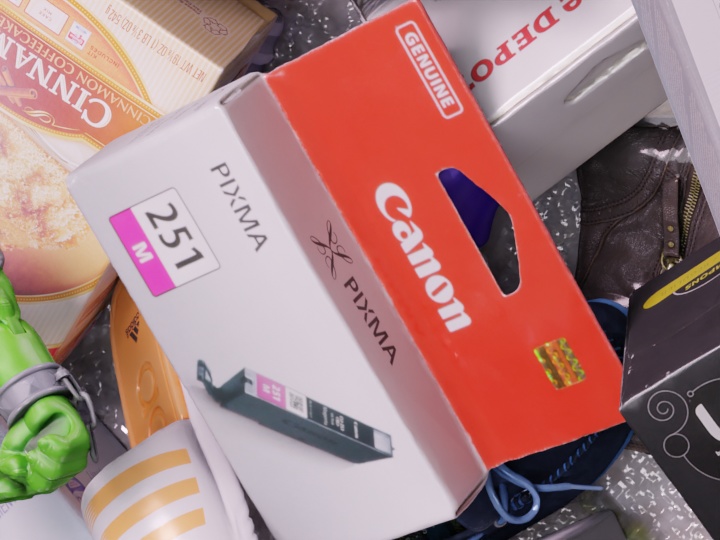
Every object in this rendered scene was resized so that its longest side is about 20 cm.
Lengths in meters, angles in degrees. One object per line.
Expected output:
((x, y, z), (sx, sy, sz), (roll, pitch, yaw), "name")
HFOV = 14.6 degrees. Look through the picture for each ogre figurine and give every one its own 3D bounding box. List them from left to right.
((-0.193, 0.049, 1.209), (0.200, 0.098, 0.120), (-22, 78, 63), "ogre figurine")

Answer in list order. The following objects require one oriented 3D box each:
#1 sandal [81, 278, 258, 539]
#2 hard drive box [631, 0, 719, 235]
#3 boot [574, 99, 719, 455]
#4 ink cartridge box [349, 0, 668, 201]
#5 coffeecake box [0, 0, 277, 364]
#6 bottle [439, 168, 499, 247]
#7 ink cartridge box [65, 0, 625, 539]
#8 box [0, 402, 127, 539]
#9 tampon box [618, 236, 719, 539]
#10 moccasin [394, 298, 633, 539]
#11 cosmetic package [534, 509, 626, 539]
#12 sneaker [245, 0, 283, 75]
((-0.097, 0.089, 1.231), (0.079, 0.059, 0.207), (-59, 41, 45), "sandal")
((0.181, -0.115, 1.040), (0.155, 0.077, 0.201), (-16, 62, 1), "hard drive box")
((0.169, 0.003, 1.217), (0.199, 0.069, 0.175), (6, 101, 23), "boot")
((0.065, -0.151, 1.192), (0.147, 0.083, 0.200), (-36, 62, 14), "ink cartridge box")
((-0.154, -0.070, 1.256), (0.153, 0.073, 0.200), (34, 121, 2), "coffeecake box")
((0.000, 0.000, 1.268), (0.200, 0.065, 0.084), (-46, 74, 16), "bottle")
((-0.003, 0.011, 1.155), (0.173, 0.044, 0.200), (-23, 102, 36), "ink cartridge box")
((-0.185, 0.152, 1.323), (0.184, 0.105, 0.200), (-46, 78, 16), "box")
((0.220, 0.069, 1.131), (0.150, 0.126, 0.200), (-33, 104, 18), "tampon box")
((0.051, 0.091, 1.229), (0.081, 0.068, 0.200), (51, 124, 17), "moccasin")
((0.073, 0.226, 1.186), (0.123, 0.199, 0.201), (-25, 85, 19), "cosmetic package")
((-0.139, -0.105, 1.305), (0.199, 0.075, 0.082), (15, 97, 18), "sneaker")
